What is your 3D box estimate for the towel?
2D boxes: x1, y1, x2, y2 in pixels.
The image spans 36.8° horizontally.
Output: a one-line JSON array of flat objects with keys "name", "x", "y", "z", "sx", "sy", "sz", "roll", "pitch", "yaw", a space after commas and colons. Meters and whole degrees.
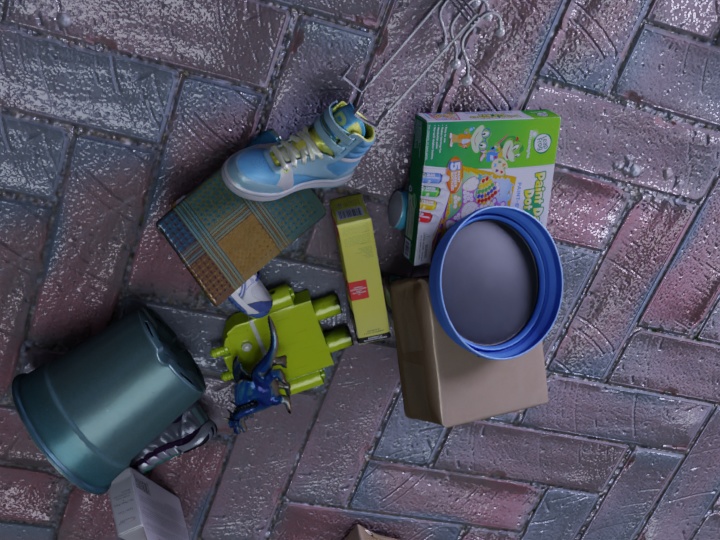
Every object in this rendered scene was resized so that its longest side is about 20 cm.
[{"name": "towel", "x": -0.151, "y": -0.069, "z": 1.393, "sx": 0.200, "sy": 0.022, "sz": 0.147, "roll": -42, "pitch": 120, "yaw": -19}]

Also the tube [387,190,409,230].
[{"name": "tube", "x": 0.138, "y": -0.071, "z": 1.500, "sx": 0.199, "sy": 0.050, "sz": 0.078, "roll": 8, "pitch": 122, "yaw": -20}]

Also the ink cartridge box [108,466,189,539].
[{"name": "ink cartridge box", "x": -0.296, "y": 0.395, "z": 1.579, "sx": 0.045, "sy": 0.177, "sz": 0.200, "roll": -23, "pitch": 152, "yaw": 2}]

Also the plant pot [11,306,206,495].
[{"name": "plant pot", "x": -0.330, "y": 0.164, "z": 1.470, "sx": 0.196, "sy": 0.200, "sz": 0.200, "roll": -37, "pitch": 122, "yaw": 3}]

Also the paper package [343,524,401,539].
[{"name": "paper package", "x": -0.004, "y": 0.556, "z": 1.775, "sx": 0.103, "sy": 0.191, "sz": 0.200, "roll": 25, "pitch": 114, "yaw": -27}]

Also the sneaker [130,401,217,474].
[{"name": "sneaker", "x": -0.310, "y": 0.244, "z": 1.604, "sx": 0.200, "sy": 0.074, "sz": 0.088, "roll": -27, "pitch": 92, "yaw": 12}]

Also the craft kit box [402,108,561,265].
[{"name": "craft kit box", "x": 0.161, "y": -0.111, "z": 1.445, "sx": 0.197, "sy": 0.049, "sz": 0.201, "roll": -7, "pitch": 115, "yaw": -22}]

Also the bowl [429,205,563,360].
[{"name": "bowl", "x": 0.177, "y": 0.016, "z": 1.421, "sx": 0.200, "sy": 0.039, "sz": 0.201, "roll": 0, "pitch": 89, "yaw": -29}]

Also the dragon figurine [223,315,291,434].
[{"name": "dragon figurine", "x": -0.151, "y": 0.156, "z": 1.519, "sx": 0.099, "sy": 0.059, "sz": 0.200, "roll": -5, "pitch": 133, "yaw": -1}]

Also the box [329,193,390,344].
[{"name": "box", "x": 0.000, "y": 0.000, "z": 1.497, "sx": 0.050, "sy": 0.075, "sz": 0.200, "roll": -12, "pitch": 124, "yaw": -4}]

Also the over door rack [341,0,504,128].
[{"name": "over door rack", "x": 0.078, "y": -0.254, "z": 1.311, "sx": 0.200, "sy": 0.148, "sz": 0.067, "roll": -36, "pitch": 116, "yaw": 11}]

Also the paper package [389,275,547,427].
[{"name": "paper package", "x": 0.151, "y": 0.098, "z": 1.496, "sx": 0.190, "sy": 0.103, "sz": 0.201, "roll": -8, "pitch": 94, "yaw": -27}]

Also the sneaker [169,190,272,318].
[{"name": "sneaker", "x": -0.164, "y": -0.026, "z": 1.436, "sx": 0.088, "sy": 0.075, "sz": 0.200, "roll": -34, "pitch": 114, "yaw": 4}]

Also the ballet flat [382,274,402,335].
[{"name": "ballet flat", "x": 0.092, "y": 0.079, "z": 1.578, "sx": 0.200, "sy": 0.069, "sz": 0.071, "roll": 32, "pitch": 130, "yaw": -28}]

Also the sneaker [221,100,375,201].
[{"name": "sneaker", "x": -0.069, "y": -0.155, "z": 1.330, "sx": 0.200, "sy": 0.080, "sz": 0.131, "roll": -16, "pitch": 159, "yaw": -39}]

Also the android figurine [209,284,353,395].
[{"name": "android figurine", "x": -0.115, "y": 0.103, "z": 1.558, "sx": 0.199, "sy": 0.041, "sz": 0.182, "roll": -18, "pitch": 124, "yaw": -2}]
